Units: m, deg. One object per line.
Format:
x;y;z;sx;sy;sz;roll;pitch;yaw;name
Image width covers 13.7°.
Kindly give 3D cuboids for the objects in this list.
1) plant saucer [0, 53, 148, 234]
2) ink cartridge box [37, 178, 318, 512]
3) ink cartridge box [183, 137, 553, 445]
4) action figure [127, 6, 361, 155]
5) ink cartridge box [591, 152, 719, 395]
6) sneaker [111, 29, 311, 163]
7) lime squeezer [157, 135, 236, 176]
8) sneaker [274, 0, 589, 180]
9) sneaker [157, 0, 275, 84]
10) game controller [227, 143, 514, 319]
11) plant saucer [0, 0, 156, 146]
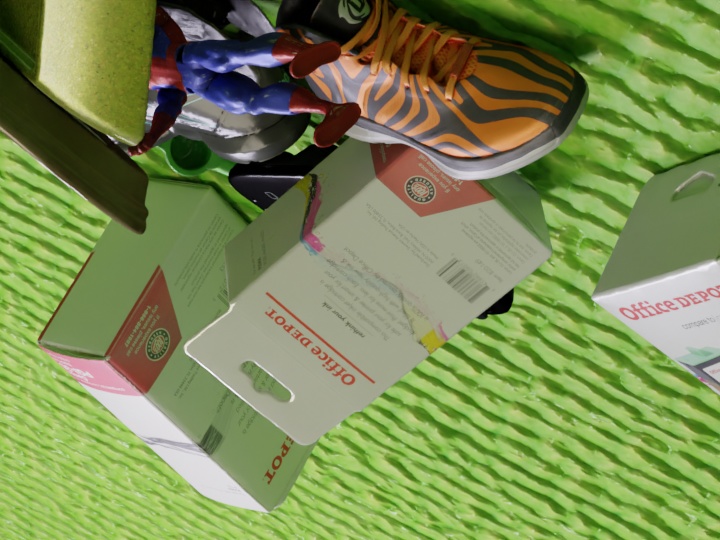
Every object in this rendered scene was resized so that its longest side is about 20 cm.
-0.182;-0.093;1.564;0.200;0.030;0.200;41;180;0;plant saucer
-0.108;0.054;2.074;0.082;0.147;0.200;9;151;45;ink cartridge box
0.000;0.000;1.754;0.116;0.200;0.068;41;-159;-27;ink cartridge box
-0.101;-0.099;1.634;0.199;0.099;0.066;17;132;51;action figure
0.247;0.027;1.634;0.200;0.084;0.145;36;159;-15;ink cartridge box
-0.121;-0.117;1.828;0.199;0.076;0.079;2;138;35;sneaker
-0.125;-0.080;1.944;0.199;0.038;0.071;23;159;15;lime squeezer
0.024;-0.113;1.612;0.199;0.078;0.112;8;152;45;sneaker
-0.146;-0.167;1.737;0.199;0.060;0.104;14;150;27;sneaker
0.008;-0.021;1.851;0.104;0.042;0.200;-8;149;40;game controller
-0.169;-0.187;1.493;0.200;0.048;0.201;41;134;43;plant saucer
